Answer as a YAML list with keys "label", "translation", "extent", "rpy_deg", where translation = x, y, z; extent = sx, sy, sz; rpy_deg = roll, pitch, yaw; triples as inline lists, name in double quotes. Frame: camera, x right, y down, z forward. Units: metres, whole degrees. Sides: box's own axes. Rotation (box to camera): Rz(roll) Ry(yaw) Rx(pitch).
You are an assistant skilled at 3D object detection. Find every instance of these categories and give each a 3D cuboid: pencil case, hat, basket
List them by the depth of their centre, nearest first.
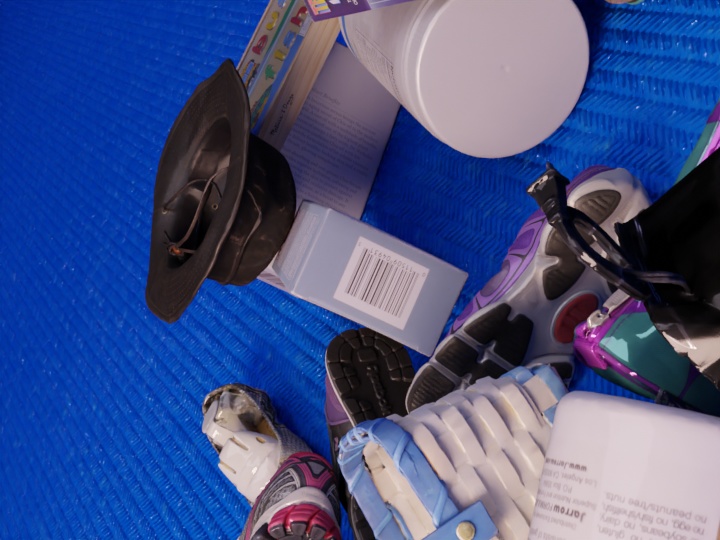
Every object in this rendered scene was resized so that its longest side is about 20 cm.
- label: "pencil case"
  translation: [0.184, -0.025, 0.653]
  extent: [0.202, 0.092, 0.085]
  rpy_deg: [-62, 26, 4]
- label: "basket"
  translation: [0.028, 0.141, 0.658]
  extent: [0.198, 0.140, 0.176]
  rpy_deg: [-27, -8, -11]
- label: "hat"
  translation: [-0.093, -0.052, 0.982]
  extent: [0.201, 0.080, 0.203]
  rpy_deg: [-44, 39, 50]

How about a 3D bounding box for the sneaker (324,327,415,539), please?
- label: "sneaker"
  translation: [0.019, 0.141, 0.866]
  extent: [0.088, 0.075, 0.201]
  rpy_deg: [102, 162, -46]

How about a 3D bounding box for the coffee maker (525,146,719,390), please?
- label: "coffee maker"
  translation: [0.206, -0.037, 0.493]
  extent: [0.200, 0.191, 0.135]
  rpy_deg: [-48, 50, 25]

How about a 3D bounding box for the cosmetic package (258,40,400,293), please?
- label: "cosmetic package"
  translation: [-0.046, -0.088, 1.121]
  extent: [0.071, 0.101, 0.202]
  rpy_deg: [-2, 65, 61]

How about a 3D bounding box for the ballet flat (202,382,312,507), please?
- label: "ballet flat"
  translation: [-0.085, 0.143, 1.032]
  extent: [0.073, 0.072, 0.200]
  rpy_deg: [-61, 27, 7]

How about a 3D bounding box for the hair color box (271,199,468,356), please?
- label: "hair color box"
  translation: [0.000, 0.000, 0.902]
  extent: [0.061, 0.098, 0.200]
  rpy_deg: [-65, 8, 2]

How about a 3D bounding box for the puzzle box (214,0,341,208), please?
- label: "puzzle box"
  translation: [-0.080, -0.147, 1.093]
  extent: [0.202, 0.025, 0.133]
  rpy_deg: [-63, 25, 5]

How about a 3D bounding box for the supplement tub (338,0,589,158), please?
- label: "supplement tub"
  translation: [0.068, -0.174, 0.953]
  extent: [0.133, 0.131, 0.200]
  rpy_deg: [-58, 27, 12]

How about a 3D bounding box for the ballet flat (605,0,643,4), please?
- label: "ballet flat"
  translation: [0.148, -0.244, 0.935]
  extent: [0.068, 0.067, 0.200]
  rpy_deg: [-57, 27, 10]

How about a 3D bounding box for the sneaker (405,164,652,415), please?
- label: "sneaker"
  translation: [0.105, 0.023, 0.804]
  extent: [0.200, 0.080, 0.084]
  rpy_deg: [-51, 12, 14]

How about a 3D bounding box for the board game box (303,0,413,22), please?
- label: "board game box"
  translation: [0.064, -0.251, 0.889]
  extent: [0.164, 0.057, 0.201]
  rpy_deg: [-6, 36, 35]

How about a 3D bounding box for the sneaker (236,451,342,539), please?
- label: "sneaker"
  translation: [-0.054, 0.209, 0.889]
  extent: [0.075, 0.080, 0.201]
  rpy_deg: [-85, 17, -51]

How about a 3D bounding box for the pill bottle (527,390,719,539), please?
- label: "pill bottle"
  translation: [0.116, 0.160, 0.547]
  extent: [0.114, 0.113, 0.202]
  rpy_deg: [2, 77, 62]
